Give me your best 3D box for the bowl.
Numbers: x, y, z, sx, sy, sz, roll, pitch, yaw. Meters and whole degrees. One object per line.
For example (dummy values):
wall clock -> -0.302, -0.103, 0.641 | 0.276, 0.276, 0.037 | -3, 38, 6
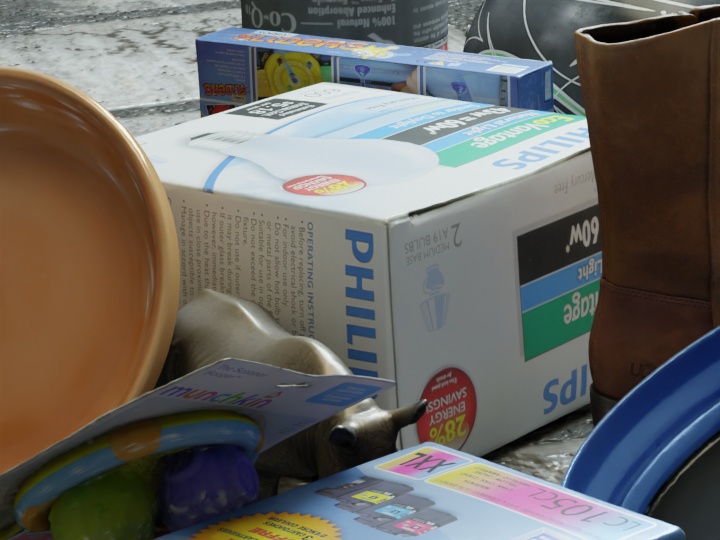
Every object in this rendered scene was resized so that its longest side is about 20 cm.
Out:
bowl -> 0.172, 0.065, 1.089 | 0.200, 0.039, 0.201 | -28, 18, 10

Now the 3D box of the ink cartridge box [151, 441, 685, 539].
ink cartridge box -> -0.004, 0.131, 0.969 | 0.200, 0.077, 0.136 | -19, 23, -40

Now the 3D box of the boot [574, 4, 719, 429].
boot -> 0.180, -0.024, 1.234 | 0.188, 0.201, 0.068 | -6, 17, -12

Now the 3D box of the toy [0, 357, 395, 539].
toy -> -0.090, 0.093, 1.040 | 0.200, 0.047, 0.115 | -25, -17, 26

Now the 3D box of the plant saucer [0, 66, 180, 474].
plant saucer -> -0.163, 0.014, 1.215 | 0.200, 0.201, 0.037 | 6, -11, 26

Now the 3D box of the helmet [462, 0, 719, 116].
helmet -> 0.152, -0.087, 1.474 | 0.190, 0.201, 0.200 | -2, 13, -35

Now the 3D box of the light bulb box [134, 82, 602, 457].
light bulb box -> 0.000, 0.000, 1.314 | 0.200, 0.125, 0.198 | 10, 21, 38

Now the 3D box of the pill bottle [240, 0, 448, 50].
pill bottle -> -0.008, -0.120, 1.581 | 0.115, 0.201, 0.116 | -2, 16, 1

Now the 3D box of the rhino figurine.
rhino figurine -> -0.027, 0.066, 1.156 | 0.060, 0.088, 0.200 | -9, 19, -31

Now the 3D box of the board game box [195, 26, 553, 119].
board game box -> 0.007, -0.047, 1.451 | 0.199, 0.136, 0.034 | 10, 21, 34
